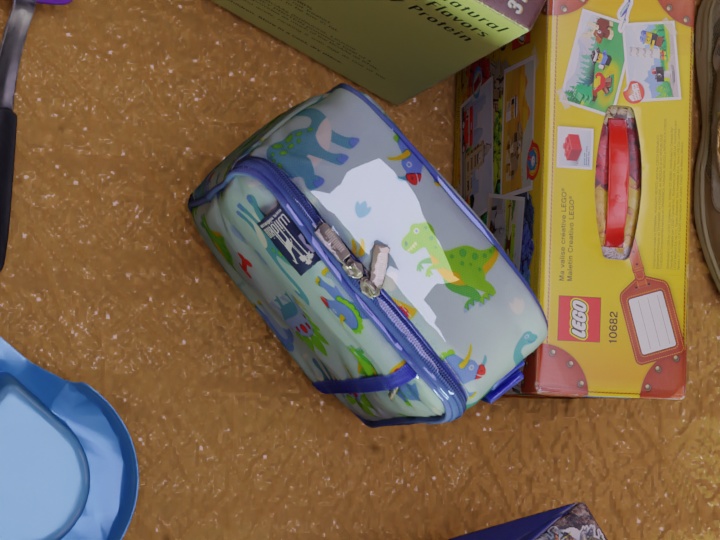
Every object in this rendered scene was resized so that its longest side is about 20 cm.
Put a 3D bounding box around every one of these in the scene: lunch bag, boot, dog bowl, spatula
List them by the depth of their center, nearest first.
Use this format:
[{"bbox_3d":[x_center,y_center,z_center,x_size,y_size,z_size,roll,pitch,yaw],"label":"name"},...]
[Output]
[{"bbox_3d":[0.000,0.000,1.103,0.082,0.200,0.161,-42,98,-13],"label":"lunch bag"},{"bbox_3d":[-0.199,0.072,1.125,0.200,0.050,0.112,42,78,-9],"label":"dog bowl"},{"bbox_3d":[-0.173,-0.095,1.156,0.056,0.021,0.201,8,86,-27],"label":"spatula"},{"bbox_3d":[0.229,-0.064,1.191,0.072,0.155,0.201,-4,87,-15],"label":"boot"}]

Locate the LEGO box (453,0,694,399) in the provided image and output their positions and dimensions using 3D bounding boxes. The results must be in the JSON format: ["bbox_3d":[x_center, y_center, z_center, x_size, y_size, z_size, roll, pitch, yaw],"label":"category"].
[{"bbox_3d":[0.101,-0.036,1.159,0.077,0.149,0.201,3,85,-15],"label":"LEGO box"}]

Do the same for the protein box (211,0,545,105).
[{"bbox_3d":[-0.008,-0.198,1.111,0.198,0.200,0.135,29,77,-12],"label":"protein box"}]

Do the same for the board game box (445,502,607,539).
[{"bbox_3d":[0.081,0.230,1.120,0.097,0.159,0.200,-35,95,-36],"label":"board game box"}]
